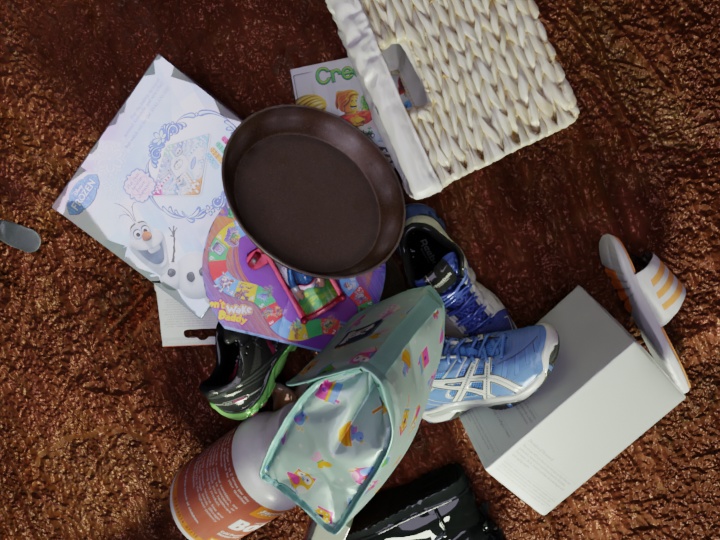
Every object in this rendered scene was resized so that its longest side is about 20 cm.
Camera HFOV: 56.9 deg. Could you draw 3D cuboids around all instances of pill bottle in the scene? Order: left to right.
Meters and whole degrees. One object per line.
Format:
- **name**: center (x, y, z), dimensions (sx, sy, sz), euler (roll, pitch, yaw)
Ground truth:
- **pill bottle**: center (-0.124, 0.235, 0.769), dimensions (0.199, 0.112, 0.113), euler (-38, 95, 31)

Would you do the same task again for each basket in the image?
- **basket**: center (0.077, -0.188, 0.622), dimensions (0.159, 0.200, 0.200), euler (-24, 97, 6)

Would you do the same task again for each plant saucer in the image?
- **plant saucer**: center (-0.048, -0.077, 0.676), dimensions (0.200, 0.201, 0.034), euler (42, 143, -3)

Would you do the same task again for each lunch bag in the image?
- **lunch bag**: center (0.005, 0.121, 0.647), dimensions (0.121, 0.170, 0.202), euler (31, 123, 13)

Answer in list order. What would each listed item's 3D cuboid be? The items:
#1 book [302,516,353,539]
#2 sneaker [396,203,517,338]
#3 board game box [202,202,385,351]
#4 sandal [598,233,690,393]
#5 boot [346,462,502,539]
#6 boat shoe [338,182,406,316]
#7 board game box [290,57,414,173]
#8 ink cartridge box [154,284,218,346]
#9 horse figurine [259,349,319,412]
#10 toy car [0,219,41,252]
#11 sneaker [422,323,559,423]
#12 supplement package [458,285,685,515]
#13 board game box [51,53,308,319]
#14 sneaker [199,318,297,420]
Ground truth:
- **book**: center (-0.037, 0.285, 0.751), dimensions (0.047, 0.200, 0.135), euler (22, 101, 1)
- **sneaker**: center (0.096, 0.022, 0.734), dimensions (0.080, 0.115, 0.200), euler (-34, 96, 12)
- **board game box**: center (-0.068, 0.001, 0.697), dimensions (0.197, 0.039, 0.160), euler (15, 93, -8)
- **sandal**: center (0.331, 0.038, 0.738), dimensions (0.059, 0.079, 0.208), euler (-30, 104, 9)
- **boot**: center (0.084, 0.344, 0.819), dimensions (0.196, 0.073, 0.164), euler (-26, 99, 8)
- **boat shoe**: center (0.000, 0.000, 0.768), dimensions (0.071, 0.065, 0.203), euler (-21, 101, -26)
- **board game box**: center (0.029, -0.178, 0.745), dimensions (0.197, 0.035, 0.128), euler (-10, 98, 7)
- **ink cartridge box**: center (-0.189, -0.015, 0.789), dimensions (0.107, 0.050, 0.203), euler (-2, 101, 4)
- **horse figurine**: center (-0.069, 0.133, 0.805), dimensions (0.198, 0.050, 0.134), euler (-30, 90, 8)
- **toy car**: center (-0.487, -0.054, 0.772), dimensions (0.199, 0.158, 0.165), euler (40, 91, -14)
- **sneaker**: center (0.119, 0.105, 0.710), dimensions (0.199, 0.076, 0.077), euler (-32, 121, 33)
- **supplement package**: center (0.221, 0.141, 0.726), dimensions (0.200, 0.117, 0.117), euler (-44, 117, 11)
- **board game box**: center (-0.192, -0.088, 0.724), dimensions (0.198, 0.043, 0.201), euler (38, 95, -9)
- **sneaker**: center (-0.115, 0.066, 0.746), dimensions (0.083, 0.076, 0.202), euler (34, 71, -38)
